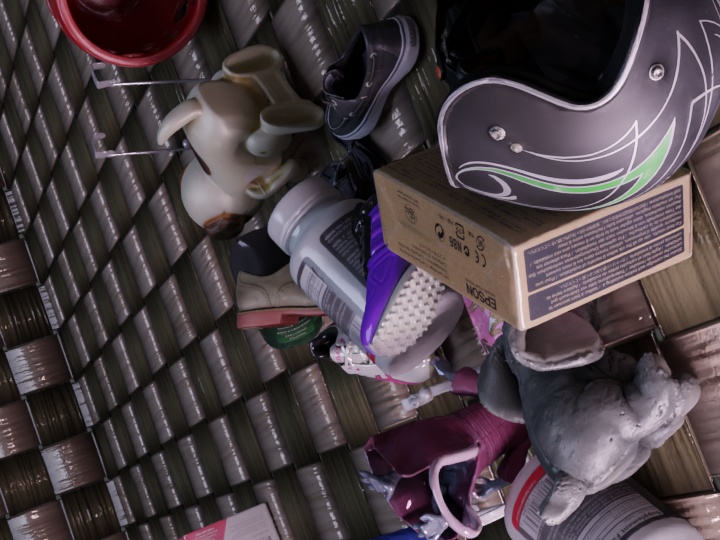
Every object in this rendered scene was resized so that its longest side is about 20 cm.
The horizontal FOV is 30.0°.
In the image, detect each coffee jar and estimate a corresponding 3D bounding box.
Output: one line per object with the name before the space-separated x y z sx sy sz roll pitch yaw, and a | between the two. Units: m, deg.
coffee jar | -0.099 0.021 1.610 0.200 0.085 0.105 77 172 -73

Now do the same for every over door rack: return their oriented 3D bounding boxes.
over door rack | -0.248 -0.186 1.723 0.148 0.198 0.067 106 164 -52
over door rack | 0.102 0.185 1.361 0.149 0.066 0.200 69 156 7

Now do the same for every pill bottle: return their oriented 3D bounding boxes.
pill bottle | 0.000 0.000 1.347 0.200 0.110 0.111 45 147 22
pill bottle | 0.216 0.234 1.108 0.200 0.110 0.112 39 140 52

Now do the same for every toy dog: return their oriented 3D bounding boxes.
toy dog | -0.147 -0.128 1.563 0.140 0.193 0.201 46 141 23

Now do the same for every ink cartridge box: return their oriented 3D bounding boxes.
ink cartridge box | -0.188 0.494 2.138 0.201 0.146 0.083 67 157 10
ink cartridge box | 0.129 -0.046 1.031 0.200 0.164 0.076 34 140 55

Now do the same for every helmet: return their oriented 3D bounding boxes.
helmet | 0.148 -0.136 0.898 0.200 0.189 0.202 -4 -90 -81

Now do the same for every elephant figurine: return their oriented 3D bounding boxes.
elephant figurine | 0.156 0.071 1.066 0.200 0.155 0.142 47 113 21

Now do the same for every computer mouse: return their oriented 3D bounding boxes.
computer mouse | -0.006 -0.061 1.475 0.141 0.046 0.201 51 138 48

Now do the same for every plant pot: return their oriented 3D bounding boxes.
plant pot | -0.316 -0.372 1.737 0.182 0.199 0.202 29 132 61

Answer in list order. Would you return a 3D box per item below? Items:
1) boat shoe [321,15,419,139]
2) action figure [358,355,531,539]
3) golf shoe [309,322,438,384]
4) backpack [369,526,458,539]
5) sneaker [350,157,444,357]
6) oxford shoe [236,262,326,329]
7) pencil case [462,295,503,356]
boat shoe | -0.006 -0.187 1.335 0.200 0.066 0.071 140 120 -62
action figure | 0.099 0.142 1.194 0.134 0.199 0.149 56 155 0
golf shoe | 0.016 0.092 1.472 0.200 0.091 0.073 5 110 63
backpack | 0.065 0.383 1.486 0.200 0.167 0.163 -124 33 -42
sneaker | 0.030 -0.018 1.251 0.099 0.201 0.070 13 163 32
oxford shoe | -0.045 0.015 1.459 0.070 0.198 0.076 18 -117 -77
pencil case | 0.131 0.026 1.173 0.083 0.086 0.201 -38 69 55
